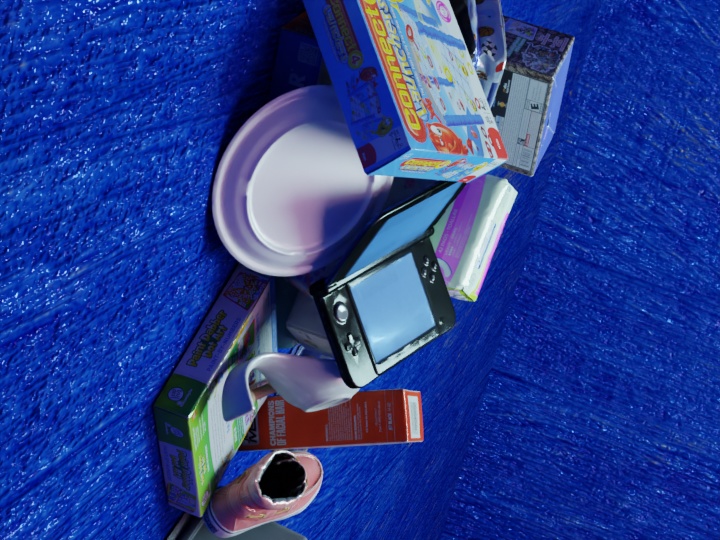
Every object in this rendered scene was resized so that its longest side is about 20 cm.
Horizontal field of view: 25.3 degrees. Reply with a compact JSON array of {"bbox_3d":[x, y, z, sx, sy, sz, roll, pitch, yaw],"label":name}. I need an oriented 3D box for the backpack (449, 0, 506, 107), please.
[{"bbox_3d":[0.078,-0.235,1.803,0.200,0.154,0.191,-85,-163,-47],"label":"backpack"}]

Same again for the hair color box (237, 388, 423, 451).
[{"bbox_3d":[-0.036,0.170,1.818,0.111,0.199,0.064,25,60,-78],"label":"hair color box"}]

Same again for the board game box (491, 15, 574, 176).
[{"bbox_3d":[0.150,-0.234,2.015,0.097,0.199,0.160,-59,164,-44],"label":"board game box"}]

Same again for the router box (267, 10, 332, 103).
[{"bbox_3d":[-0.043,-0.173,1.641,0.180,0.049,0.200,-49,155,-58],"label":"router box"}]

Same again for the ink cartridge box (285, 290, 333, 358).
[{"bbox_3d":[0.000,0.000,1.824,0.146,0.084,0.200,55,56,-74],"label":"ink cartridge box"}]

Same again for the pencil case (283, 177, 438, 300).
[{"bbox_3d":[-0.008,-0.059,1.717,0.200,0.083,0.091,-42,-154,-3],"label":"pencil case"}]

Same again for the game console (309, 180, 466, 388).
[{"bbox_3d":[0.055,0.005,1.649,0.200,0.118,0.171,-29,103,-47],"label":"game console"}]

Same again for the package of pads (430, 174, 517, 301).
[{"bbox_3d":[0.071,-0.057,1.941,0.155,0.200,0.068,-68,154,-7],"label":"package of pads"}]

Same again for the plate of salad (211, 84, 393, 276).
[{"bbox_3d":[-0.057,-0.089,1.551,0.200,0.048,0.201,-16,125,-25],"label":"plate of salad"}]

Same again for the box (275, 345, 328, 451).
[{"bbox_3d":[-0.072,0.161,2.049,0.200,0.032,0.121,93,21,-48],"label":"box"}]

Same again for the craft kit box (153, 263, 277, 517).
[{"bbox_3d":[-0.146,0.125,1.667,0.200,0.048,0.198,92,19,-52],"label":"craft kit box"}]

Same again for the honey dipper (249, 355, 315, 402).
[{"bbox_3d":[-0.092,0.125,1.729,0.200,0.038,0.038,-18,127,-69],"label":"honey dipper"}]

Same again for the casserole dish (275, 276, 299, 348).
[{"bbox_3d":[-0.064,0.006,1.843,0.121,0.039,0.200,-47,154,-60],"label":"casserole dish"}]

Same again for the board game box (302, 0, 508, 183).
[{"bbox_3d":[0.045,-0.190,1.557,0.196,0.056,0.201,-2,69,-58],"label":"board game box"}]

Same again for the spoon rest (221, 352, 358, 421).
[{"bbox_3d":[-0.069,0.113,1.640,0.200,0.099,0.061,-2,71,-55],"label":"spoon rest"}]

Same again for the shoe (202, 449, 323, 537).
[{"bbox_3d":[-0.082,0.234,1.762,0.091,0.072,0.200,-32,172,33],"label":"shoe"}]

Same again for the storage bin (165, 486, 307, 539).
[{"bbox_3d":[-0.151,0.356,1.773,0.200,0.134,0.146,-53,158,-51],"label":"storage bin"}]
